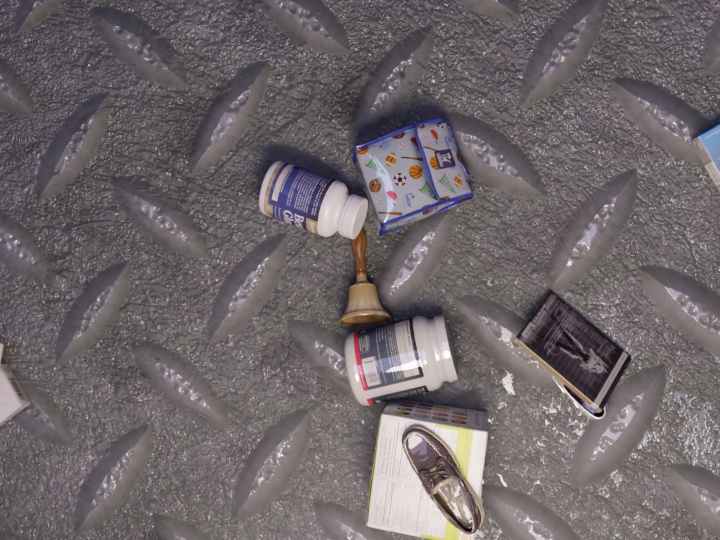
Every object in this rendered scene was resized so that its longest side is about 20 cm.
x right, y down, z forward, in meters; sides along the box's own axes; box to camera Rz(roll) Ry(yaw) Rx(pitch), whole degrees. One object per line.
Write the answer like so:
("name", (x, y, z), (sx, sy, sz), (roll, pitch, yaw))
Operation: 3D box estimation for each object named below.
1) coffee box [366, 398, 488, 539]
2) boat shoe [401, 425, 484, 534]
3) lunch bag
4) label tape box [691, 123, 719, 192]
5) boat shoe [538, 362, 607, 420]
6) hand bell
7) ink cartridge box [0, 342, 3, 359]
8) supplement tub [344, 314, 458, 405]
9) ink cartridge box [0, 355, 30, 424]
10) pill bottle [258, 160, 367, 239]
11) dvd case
("coffee box", (0.127, 0.362, 1.500), (0.193, 0.200, 0.205), (7, 91, 9))
("boat shoe", (0.138, 0.351, 1.364), (0.071, 0.065, 0.202), (-34, 83, 7))
("lunch bag", (0.102, -0.185, 1.566), (0.196, 0.124, 0.173), (-19, 85, -6))
("label tape box", (0.722, -0.190, 1.490), (0.142, 0.066, 0.203), (-29, 86, 8))
("boat shoe", (0.391, 0.197, 1.528), (0.071, 0.068, 0.202), (-33, 83, 7))
("hand bell", (0.000, 0.000, 1.605), (0.102, 0.104, 0.204), (-8, 74, 9))
("ink cartridge box", (-0.814, 0.242, 1.641), (0.084, 0.146, 0.204), (11, 92, 14))
("supplement tub", (0.077, 0.168, 1.545), (0.196, 0.140, 0.143), (-14, 86, 8))
("ink cartridge box", (-0.825, 0.274, 1.738), (0.198, 0.057, 0.164), (-35, 83, 2))
("pill bottle", (-0.090, -0.132, 1.592), (0.197, 0.111, 0.113), (20, 91, 13))
("dvd case", (0.395, 0.147, 1.510), (0.199, 0.016, 0.149), (40, 53, 9))
